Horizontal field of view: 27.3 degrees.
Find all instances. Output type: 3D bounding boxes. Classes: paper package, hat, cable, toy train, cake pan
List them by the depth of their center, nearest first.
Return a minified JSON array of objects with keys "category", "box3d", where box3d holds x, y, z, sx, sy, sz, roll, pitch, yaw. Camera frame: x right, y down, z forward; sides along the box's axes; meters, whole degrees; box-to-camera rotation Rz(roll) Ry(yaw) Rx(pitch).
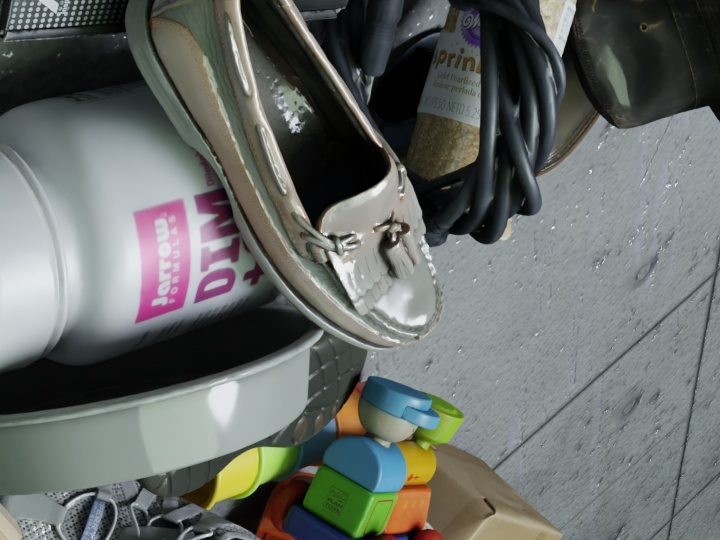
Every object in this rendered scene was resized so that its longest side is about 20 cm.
[{"category":"cake pan","box3d":[-0.111,0.055,0.663,0.199,0.199,0.037,-17,102,-44]},{"category":"cable","box3d":[0.037,-0.093,0.686,0.050,0.199,0.166,4,83,-25]},{"category":"hat","box3d":[0.153,-0.137,0.823,0.080,0.202,0.201,-25,149,1]},{"category":"toy train","box3d":[0.032,0.131,0.961,0.117,0.084,0.199,-65,155,5]},{"category":"paper package","box3d":[0.039,0.242,1.162,0.201,0.103,0.190,-52,152,3]}]

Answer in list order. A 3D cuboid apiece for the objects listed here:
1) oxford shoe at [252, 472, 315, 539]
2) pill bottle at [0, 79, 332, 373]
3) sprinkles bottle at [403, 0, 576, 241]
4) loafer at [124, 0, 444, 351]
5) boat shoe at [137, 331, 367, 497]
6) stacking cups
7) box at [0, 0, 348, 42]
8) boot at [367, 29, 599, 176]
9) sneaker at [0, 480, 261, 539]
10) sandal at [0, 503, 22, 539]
[{"category":"oxford shoe","box3d":[-0.068,0.222,0.975,0.200,0.071,0.073,-49,167,-52]},{"category":"pill bottle","box3d":[-0.101,-0.025,0.654,0.199,0.113,0.114,-19,139,-42]},{"category":"sprinkles bottle","box3d":[0.074,-0.120,0.770,0.068,0.068,0.203,14,93,-58]},{"category":"loafer","box3d":[-0.018,-0.042,0.612,0.201,0.062,0.072,53,53,-26]},{"category":"boat shoe","box3d":[-0.071,0.059,0.835,0.199,0.073,0.077,-16,131,-54]},{"category":"stacking cups","box3d":[-0.041,0.105,0.938,0.199,0.060,0.061,-8,131,-50]},{"category":"box","box3d":[-0.055,-0.194,0.593,0.192,0.047,0.202,-15,136,-47]},{"category":"boot","box3d":[0.078,-0.101,0.853,0.199,0.075,0.097,-38,151,-17]},{"category":"sneaker","box3d":[-0.107,0.147,0.804,0.198,0.082,0.076,22,69,-23]},{"category":"sandal","box3d":[-0.176,0.193,0.763,0.212,0.077,0.070,54,39,-31]}]
